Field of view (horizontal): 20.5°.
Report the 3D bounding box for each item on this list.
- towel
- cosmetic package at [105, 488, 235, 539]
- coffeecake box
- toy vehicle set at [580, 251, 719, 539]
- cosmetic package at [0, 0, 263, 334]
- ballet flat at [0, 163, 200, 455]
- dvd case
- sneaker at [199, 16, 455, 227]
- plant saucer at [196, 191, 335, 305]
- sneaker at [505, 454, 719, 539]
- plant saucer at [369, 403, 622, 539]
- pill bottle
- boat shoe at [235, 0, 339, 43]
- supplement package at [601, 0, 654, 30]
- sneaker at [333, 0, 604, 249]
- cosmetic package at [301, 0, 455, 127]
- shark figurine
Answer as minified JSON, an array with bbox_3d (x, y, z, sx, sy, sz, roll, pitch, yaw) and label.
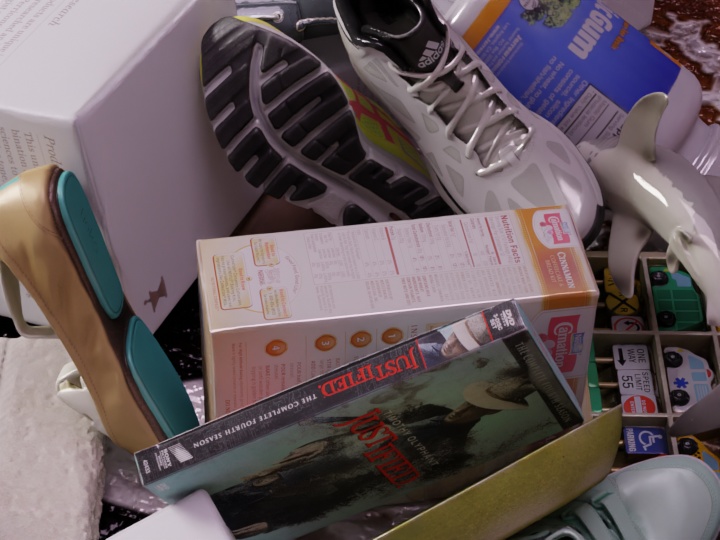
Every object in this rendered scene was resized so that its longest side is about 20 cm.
[{"bbox_3d":[-0.204,0.111,1.087,0.132,0.035,0.200,2,44,-2],"label":"towel"},{"bbox_3d":[-0.053,0.213,0.934,0.074,0.102,0.200,-29,49,-7],"label":"cosmetic package"},{"bbox_3d":[0.017,0.052,1.067,0.199,0.154,0.073,-5,44,-8],"label":"coffeecake box"},{"bbox_3d":[0.184,0.068,1.145,0.124,0.027,0.200,0,45,-2],"label":"toy vehicle set"},{"bbox_3d":[-0.186,-0.083,1.168,0.200,0.168,0.166,13,44,24],"label":"cosmetic package"},{"bbox_3d":[-0.147,0.035,1.076,0.063,0.200,0.069,-18,22,12],"label":"ballet flat"},{"bbox_3d":[0.004,0.083,0.997,0.200,0.146,0.022,-23,63,7],"label":"dvd case"},{"bbox_3d":[-0.025,-0.081,1.165,0.078,0.200,0.090,-36,33,14],"label":"sneaker"},{"bbox_3d":[0.000,0.000,1.208,0.199,0.030,0.200,1,46,-1],"label":"plant saucer"},{"bbox_3d":[0.120,0.146,0.991,0.200,0.118,0.074,-29,79,-22],"label":"sneaker"},{"bbox_3d":[0.049,0.127,0.989,0.200,0.200,0.031,-25,83,-24],"label":"plant saucer"},{"bbox_3d":[0.137,-0.101,1.217,0.200,0.112,0.112,36,49,-5],"label":"pill bottle"},{"bbox_3d":[-0.063,-0.155,1.234,0.199,0.073,0.062,7,89,-3],"label":"boat shoe"},{"bbox_3d":[0.102,-0.242,1.394,0.109,0.114,0.200,-29,51,-29],"label":"supplement package"},{"bbox_3d":[0.049,-0.088,1.091,0.076,0.115,0.201,-44,72,4],"label":"sneaker"},{"bbox_3d":[-0.018,-0.140,1.307,0.200,0.074,0.102,-19,49,-17],"label":"cosmetic package"},{"bbox_3d":[0.194,-0.014,1.100,0.089,0.128,0.215,-8,55,-33],"label":"shark figurine"}]
